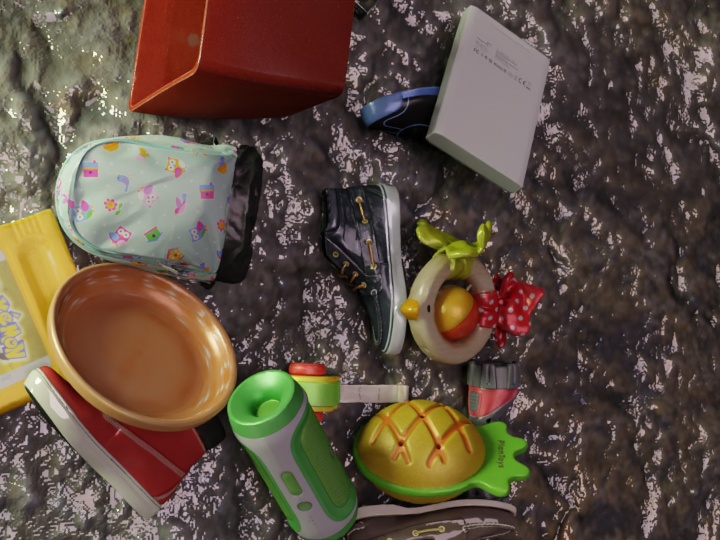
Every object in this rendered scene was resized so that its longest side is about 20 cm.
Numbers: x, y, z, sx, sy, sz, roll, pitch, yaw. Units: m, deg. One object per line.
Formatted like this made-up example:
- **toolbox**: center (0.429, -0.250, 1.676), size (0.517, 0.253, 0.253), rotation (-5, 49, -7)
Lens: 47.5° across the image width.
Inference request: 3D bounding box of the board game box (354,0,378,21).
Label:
- **board game box**: center (0.015, -0.423, 1.000), size (0.135, 0.028, 0.200), rotation (41, 73, -14)

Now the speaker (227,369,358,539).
- **speaker**: center (-0.067, 0.200, 0.864), size (0.088, 0.088, 0.201), rotation (-37, 127, -20)

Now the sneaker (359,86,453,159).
- **sneaker**: center (0.097, -0.176, 0.997), size (0.199, 0.070, 0.078), rotation (-9, 83, -23)

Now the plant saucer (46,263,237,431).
- **plant saucer**: center (-0.218, 0.079, 0.820), size (0.199, 0.037, 0.201), rotation (29, 33, -21)

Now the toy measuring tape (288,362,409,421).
- **toy measuring tape**: center (-0.025, 0.140, 0.930), size (0.199, 0.074, 0.074), rotation (5, 85, -21)

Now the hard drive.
- **hard drive**: center (0.158, -0.208, 0.987), size (0.131, 0.027, 0.201), rotation (28, 61, -20)

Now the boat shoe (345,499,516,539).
- **boat shoe**: center (0.083, 0.302, 0.935), size (0.199, 0.072, 0.060), rotation (-2, 51, -3)

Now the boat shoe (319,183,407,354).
- **boat shoe**: center (0.000, 0.000, 0.955), size (0.090, 0.071, 0.202), rotation (-3, 85, -14)

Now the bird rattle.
- **bird rattle**: center (0.118, 0.035, 0.964), size (0.163, 0.112, 0.200), rotation (-50, 130, -23)

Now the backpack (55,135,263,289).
- **backpack**: center (-0.206, -0.072, 0.840), size (0.199, 0.127, 0.168), rotation (8, 87, -18)

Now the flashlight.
- **flashlight**: center (0.162, 0.211, 1.007), size (0.067, 0.068, 0.201), rotation (0, 90, 18)

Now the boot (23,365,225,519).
- **boot**: center (-0.232, 0.138, 0.840), size (0.144, 0.072, 0.200), rotation (-46, 118, -19)

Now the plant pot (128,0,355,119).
- **plant pot**: center (-0.115, -0.258, 0.860), size (0.175, 0.199, 0.201), rotation (11, 83, -32)

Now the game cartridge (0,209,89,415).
- **game cartridge**: center (-0.372, 0.054, 0.816), size (0.199, 0.032, 0.177), rotation (-24, 96, -21)

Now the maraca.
- **maraca**: center (0.090, 0.206, 0.929), size (0.199, 0.137, 0.108), rotation (3, 124, 6)
